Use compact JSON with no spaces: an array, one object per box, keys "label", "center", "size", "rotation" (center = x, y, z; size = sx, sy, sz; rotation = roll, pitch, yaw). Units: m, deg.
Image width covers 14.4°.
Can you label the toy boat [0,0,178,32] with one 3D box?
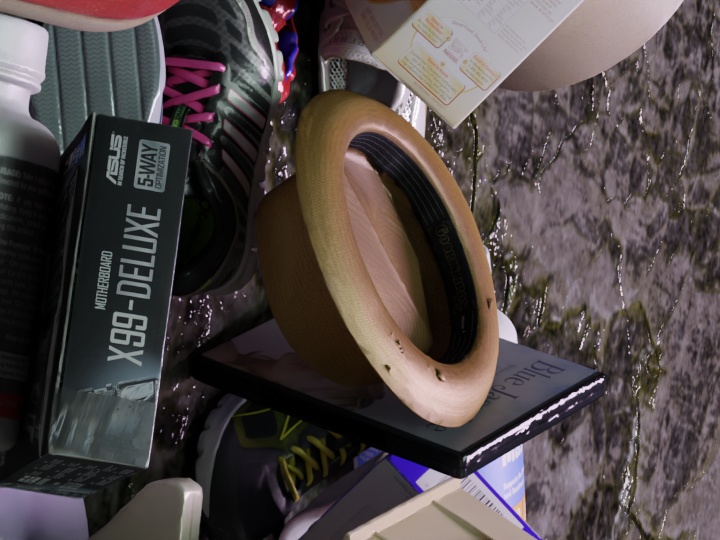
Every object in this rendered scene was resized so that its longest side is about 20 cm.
[{"label":"toy boat","center":[-0.134,-0.194,1.308],"size":[0.200,0.131,0.131],"rotation":[9,58,-48]}]

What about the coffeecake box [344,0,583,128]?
[{"label":"coffeecake box","center":[0.085,-0.199,1.635],"size":[0.073,0.200,0.154],"rotation":[40,12,-25]}]

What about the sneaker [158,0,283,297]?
[{"label":"sneaker","center":[-0.093,-0.074,1.573],"size":[0.087,0.074,0.200],"rotation":[-35,131,-63]}]

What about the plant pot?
[{"label":"plant pot","center":[0.093,-0.248,1.816],"size":[0.200,0.187,0.187],"rotation":[46,53,-39]}]

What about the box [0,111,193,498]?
[{"label":"box","center":[-0.130,0.023,1.362],"size":[0.200,0.050,0.158],"rotation":[151,-53,-74]}]

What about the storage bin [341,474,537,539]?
[{"label":"storage bin","center":[0.010,0.228,1.509],"size":[0.200,0.094,0.199],"rotation":[-60,165,17]}]

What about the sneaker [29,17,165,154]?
[{"label":"sneaker","center":[-0.140,-0.060,1.510],"size":[0.071,0.073,0.200],"rotation":[134,-41,-86]}]

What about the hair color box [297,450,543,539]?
[{"label":"hair color box","center":[0.007,0.191,1.666],"size":[0.109,0.200,0.065],"rotation":[47,33,4]}]

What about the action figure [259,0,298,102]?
[{"label":"action figure","center":[-0.050,-0.166,1.668],"size":[0.065,0.052,0.200],"rotation":[37,67,-53]}]

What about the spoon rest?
[{"label":"spoon rest","center":[0.001,0.141,1.744],"size":[0.200,0.061,0.099],"rotation":[-58,169,33]}]

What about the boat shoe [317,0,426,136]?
[{"label":"boat shoe","center":[0.007,-0.141,1.757],"size":[0.069,0.071,0.200],"rotation":[-27,120,-61]}]

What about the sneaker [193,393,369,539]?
[{"label":"sneaker","center":[-0.032,0.092,1.711],"size":[0.200,0.085,0.074],"rotation":[-61,143,-41]}]

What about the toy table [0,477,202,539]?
[{"label":"toy table","center":[-0.144,0.190,1.482],"size":[0.184,0.117,0.200],"rotation":[-25,118,-59]}]

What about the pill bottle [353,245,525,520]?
[{"label":"pill bottle","center":[0.048,0.084,1.836],"size":[0.112,0.112,0.200],"rotation":[-33,125,-56]}]

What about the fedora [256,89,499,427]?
[{"label":"fedora","center":[0.000,0.000,1.592],"size":[0.201,0.082,0.201],"rotation":[39,40,-43]}]

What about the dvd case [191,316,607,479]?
[{"label":"dvd case","center":[0.022,0.061,1.662],"size":[0.143,0.200,0.018],"rotation":[-26,125,-47]}]

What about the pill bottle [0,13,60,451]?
[{"label":"pill bottle","center":[-0.201,-0.020,1.336],"size":[0.111,0.111,0.200],"rotation":[17,80,-62]}]
